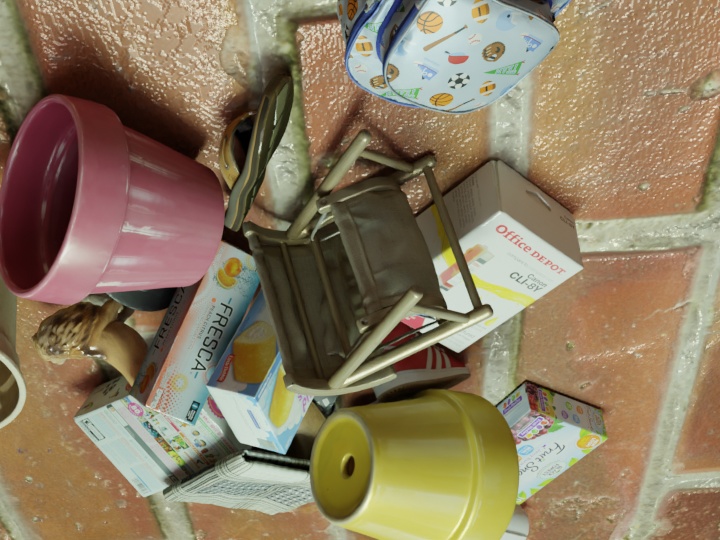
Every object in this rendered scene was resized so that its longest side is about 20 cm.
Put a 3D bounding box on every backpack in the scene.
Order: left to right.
[{"bbox_3d":[0.075,-0.226,0.987,0.198,0.156,0.190,18,145,-26],"label":"backpack"}]

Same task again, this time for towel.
[{"bbox_3d":[-0.123,0.277,1.431,0.199,0.035,0.192,16,147,-37],"label":"towel"}]

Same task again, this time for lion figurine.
[{"bbox_3d":[-0.271,0.092,1.301,0.199,0.123,0.073,30,142,12],"label":"lion figurine"}]

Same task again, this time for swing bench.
[{"bbox_3d":[0.000,0.000,1.167,0.199,0.201,0.129,-36,148,31],"label":"swing bench"}]

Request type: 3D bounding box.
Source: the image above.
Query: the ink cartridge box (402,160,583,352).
[{"bbox_3d":[0.129,-0.012,1.269,0.144,0.084,0.200,30,129,-32],"label":"ink cartridge box"}]

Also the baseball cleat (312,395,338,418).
[{"bbox_3d":[-0.052,0.157,1.468,0.106,0.070,0.199,24,141,-36],"label":"baseball cleat"}]

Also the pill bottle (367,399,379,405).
[{"bbox_3d":[0.033,0.246,1.529,0.111,0.113,0.201,7,137,-12],"label":"pill bottle"}]

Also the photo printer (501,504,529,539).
[{"bbox_3d":[0.137,0.404,1.743,0.198,0.070,0.167,19,133,-24],"label":"photo printer"}]

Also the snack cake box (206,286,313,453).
[{"bbox_3d":[-0.086,0.089,1.276,0.066,0.201,0.116,9,144,26],"label":"snack cake box"}]

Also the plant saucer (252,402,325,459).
[{"bbox_3d":[-0.132,0.212,1.464,0.198,0.036,0.202,14,130,17],"label":"plant saucer"}]

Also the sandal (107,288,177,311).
[{"bbox_3d":[-0.275,-0.011,1.247,0.200,0.043,0.076,36,91,-35],"label":"sandal"}]

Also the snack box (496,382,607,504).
[{"bbox_3d":[0.229,0.248,1.590,0.141,0.053,0.200,20,133,-26],"label":"snack box"}]

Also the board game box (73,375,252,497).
[{"bbox_3d":[-0.246,0.195,1.430,0.199,0.064,0.148,-23,114,35],"label":"board game box"}]

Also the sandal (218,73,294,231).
[{"bbox_3d":[-0.118,-0.121,1.152,0.054,0.082,0.201,27,141,-1],"label":"sandal"}]

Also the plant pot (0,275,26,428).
[{"bbox_3d":[-0.452,0.050,1.221,0.198,0.185,0.202,-2,139,-2],"label":"plant pot"}]

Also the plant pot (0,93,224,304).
[{"bbox_3d":[-0.243,-0.060,1.125,0.178,0.202,0.200,10,139,-38],"label":"plant pot"}]

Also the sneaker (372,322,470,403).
[{"bbox_3d":[0.065,0.101,1.415,0.071,0.113,0.199,-33,161,26],"label":"sneaker"}]

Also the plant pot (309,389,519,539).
[{"bbox_3d":[0.052,0.234,1.306,0.187,0.202,0.201,12,138,-36],"label":"plant pot"}]

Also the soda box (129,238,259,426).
[{"bbox_3d":[-0.181,0.065,1.258,0.068,0.202,0.063,28,174,-29],"label":"soda box"}]
